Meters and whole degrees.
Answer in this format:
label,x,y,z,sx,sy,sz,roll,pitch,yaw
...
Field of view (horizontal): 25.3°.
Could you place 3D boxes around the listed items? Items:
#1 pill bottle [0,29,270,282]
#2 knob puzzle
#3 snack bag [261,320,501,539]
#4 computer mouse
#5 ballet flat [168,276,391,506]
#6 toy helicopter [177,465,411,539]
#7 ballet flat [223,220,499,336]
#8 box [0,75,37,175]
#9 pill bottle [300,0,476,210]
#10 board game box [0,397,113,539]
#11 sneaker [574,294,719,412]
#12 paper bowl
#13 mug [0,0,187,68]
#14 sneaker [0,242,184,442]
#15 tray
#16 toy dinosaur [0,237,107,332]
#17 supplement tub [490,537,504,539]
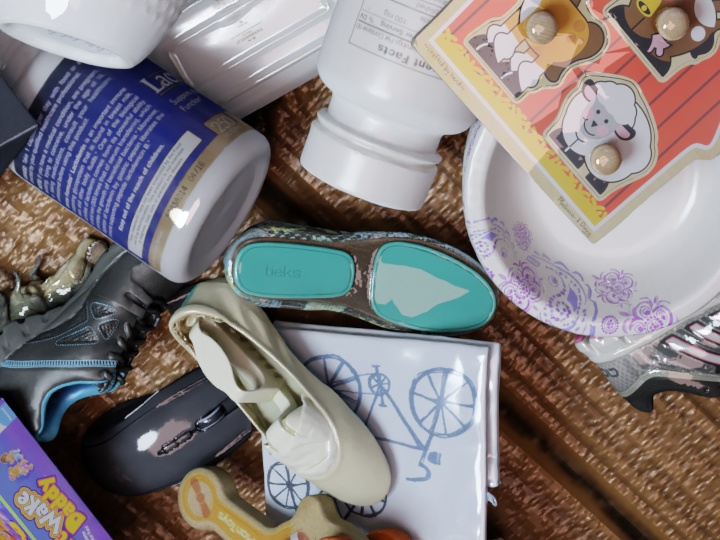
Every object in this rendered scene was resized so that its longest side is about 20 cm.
label,x,y,z,sx,sy,sz,roll,pitch,yaw
pill bottle,-0.169,-0.091,1.078,0.199,0.116,0.116,33,111,8
knob puzzle,0.161,-0.143,0.983,0.217,0.030,0.223,-1,103,-5
snack bag,0.013,0.142,1.147,0.186,0.021,0.203,3,100,25
computer mouse,-0.138,0.092,1.199,0.198,0.046,0.142,-23,108,12
ballet flat,-0.061,0.092,1.122,0.069,0.069,0.200,-45,81,18
toy helicopter,-0.062,0.212,1.147,0.199,0.078,0.134,32,107,33
ballet flat,0.000,0.000,1.142,0.198,0.074,0.075,12,112,-12
box,-0.326,-0.086,1.051,0.149,0.107,0.200,53,139,0
pill bottle,0.035,-0.148,1.046,0.113,0.114,0.202,20,104,-4
board game box,-0.248,0.175,1.182,0.045,0.134,0.201,-45,116,-26
sneaker,0.256,0.040,1.139,0.198,0.074,0.088,-25,108,17
paper bowl,0.168,-0.066,1.086,0.198,0.105,0.203,2,111,4
mug,-0.176,-0.226,1.012,0.147,0.199,0.178,19,83,-43
sneaker,-0.175,0.042,1.146,0.199,0.073,0.082,-38,64,7
tray,-0.076,-0.168,1.108,0.198,0.022,0.108,-28,106,13
toy dinosaur,-0.279,0.029,1.187,0.199,0.048,0.088,-37,111,19
supplement tub,0.033,0.291,1.211,0.198,0.145,0.146,-21,108,11
